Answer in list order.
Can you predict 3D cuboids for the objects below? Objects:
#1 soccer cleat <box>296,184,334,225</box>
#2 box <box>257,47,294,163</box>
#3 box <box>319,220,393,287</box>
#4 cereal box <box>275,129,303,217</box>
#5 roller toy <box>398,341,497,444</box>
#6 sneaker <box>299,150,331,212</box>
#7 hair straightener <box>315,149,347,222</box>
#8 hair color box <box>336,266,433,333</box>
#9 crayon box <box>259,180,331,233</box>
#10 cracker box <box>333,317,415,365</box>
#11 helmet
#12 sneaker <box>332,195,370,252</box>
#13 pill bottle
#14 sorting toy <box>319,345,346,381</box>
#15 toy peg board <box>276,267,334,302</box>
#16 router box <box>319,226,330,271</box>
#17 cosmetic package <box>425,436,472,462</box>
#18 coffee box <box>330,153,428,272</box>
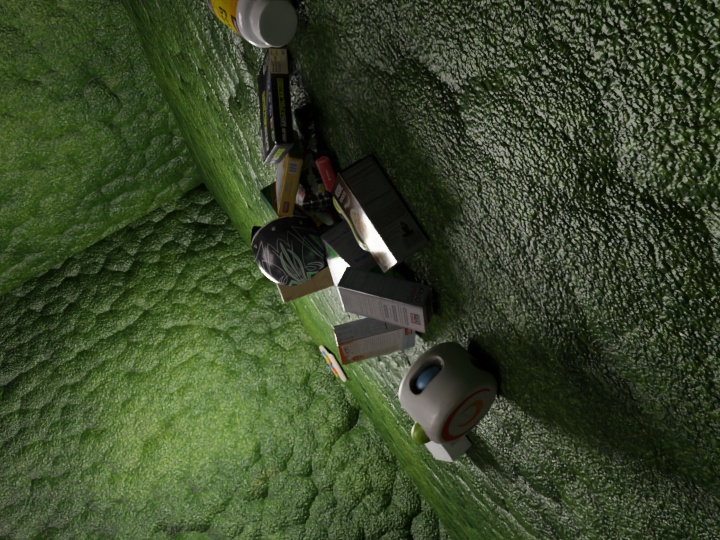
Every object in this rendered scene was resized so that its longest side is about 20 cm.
[{"bbox_3d":[-0.150,-0.195,1.434,0.201,0.086,0.070,56,165,4],"label":"soccer cleat"},{"bbox_3d":[-0.189,-0.352,1.166,0.193,0.047,0.203,180,86,-70],"label":"box"},{"bbox_3d":[0.000,0.000,1.337,0.176,0.096,0.201,44,160,35],"label":"box"},{"bbox_3d":[-0.172,-0.236,1.266,0.201,0.039,0.145,-105,26,-56],"label":"cereal box"},{"bbox_3d":[0.178,0.247,1.102,0.140,0.198,0.184,44,137,39],"label":"roller toy"},{"bbox_3d":[-0.113,-0.218,1.319,0.201,0.076,0.086,93,172,-61],"label":"sneaker"},{"bbox_3d":[-0.055,-0.196,1.253,0.077,0.041,0.201,-100,-15,-52],"label":"hair straightener"},{"bbox_3d":[0.055,0.063,1.170,0.198,0.061,0.099,14,146,21],"label":"hair color box"},{"bbox_3d":[-0.175,-0.169,1.494,0.201,0.126,0.051,54,165,7],"label":"crayon box"},{"bbox_3d":[0.038,0.167,1.346,0.134,0.198,0.058,84,172,-58],"label":"cracker box"},{"bbox_3d":[-0.182,-0.059,1.351,0.191,0.198,0.201,-115,1,-60],"label":"helmet"},{"bbox_3d":[0.006,-0.118,1.129,0.200,0.074,0.081,50,161,20],"label":"sneaker"},{"bbox_3d":[-0.193,-0.475,0.960,0.200,0.109,0.110,46,162,37],"label":"pill bottle"},{"bbox_3d":[-0.160,0.523,2.983,0.186,0.036,0.200,62,164,-16],"label":"sorting toy"},{"bbox_3d":[-0.186,-0.010,1.749,0.201,0.197,0.098,84,164,-60],"label":"toy peg board"},{"bbox_3d":[-0.152,-0.085,1.540,0.200,0.148,0.051,48,162,33],"label":"router box"},{"bbox_3d":[0.245,0.499,1.590,0.113,0.081,0.200,52,163,12],"label":"cosmetic package"},{"bbox_3d":[0.033,-0.107,1.039,0.201,0.079,0.114,56,165,4],"label":"coffee box"}]
